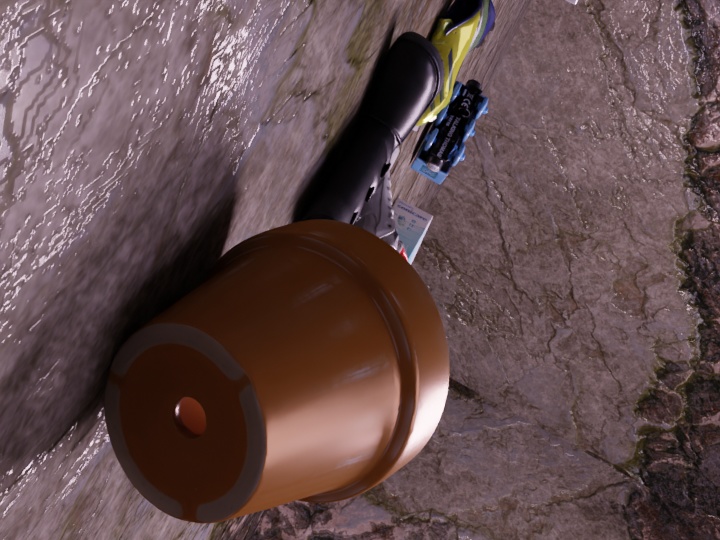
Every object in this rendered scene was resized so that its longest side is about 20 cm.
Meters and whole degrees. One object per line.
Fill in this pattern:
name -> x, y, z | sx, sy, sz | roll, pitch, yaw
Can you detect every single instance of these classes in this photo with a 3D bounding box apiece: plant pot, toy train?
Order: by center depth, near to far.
plant pot -> -0.065, 0.077, 0.666 | 0.183, 0.199, 0.202 | -20, 140, -60
toy train -> 0.169, -0.264, 1.853 | 0.201, 0.086, 0.114 | -63, -175, -16

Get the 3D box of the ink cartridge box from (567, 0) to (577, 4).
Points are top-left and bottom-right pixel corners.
ink cartridge box -> 0.301, -0.517, 1.434 | 0.084, 0.144, 0.201 | -56, 172, -40

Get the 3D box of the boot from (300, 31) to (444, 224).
boot -> 0.004, -0.122, 0.995 | 0.201, 0.065, 0.165 | -55, 171, -29

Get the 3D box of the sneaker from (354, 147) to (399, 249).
sneaker -> 0.008, -0.063, 1.101 | 0.201, 0.099, 0.075 | -61, 174, -29

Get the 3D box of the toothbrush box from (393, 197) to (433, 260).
toothbrush box -> 0.054, -0.021, 1.937 | 0.201, 0.085, 0.147 | -57, 172, -43

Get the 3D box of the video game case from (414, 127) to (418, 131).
video game case -> 0.113, -0.296, 1.416 | 0.202, 0.018, 0.143 | -63, 175, 9

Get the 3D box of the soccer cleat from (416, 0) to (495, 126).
soccer cleat -> 0.103, -0.279, 1.265 | 0.201, 0.064, 0.084 | -57, 145, -9

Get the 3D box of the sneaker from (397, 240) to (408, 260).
sneaker -> 0.000, 0.001, 1.313 | 0.068, 0.107, 0.202 | -59, 175, -26
